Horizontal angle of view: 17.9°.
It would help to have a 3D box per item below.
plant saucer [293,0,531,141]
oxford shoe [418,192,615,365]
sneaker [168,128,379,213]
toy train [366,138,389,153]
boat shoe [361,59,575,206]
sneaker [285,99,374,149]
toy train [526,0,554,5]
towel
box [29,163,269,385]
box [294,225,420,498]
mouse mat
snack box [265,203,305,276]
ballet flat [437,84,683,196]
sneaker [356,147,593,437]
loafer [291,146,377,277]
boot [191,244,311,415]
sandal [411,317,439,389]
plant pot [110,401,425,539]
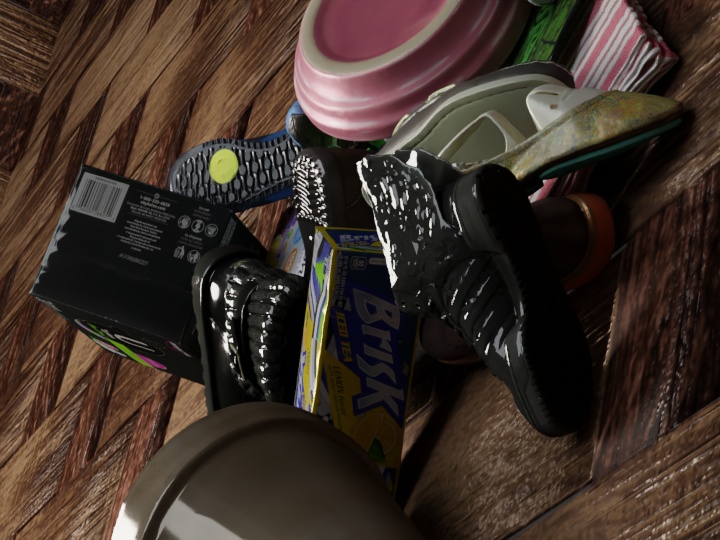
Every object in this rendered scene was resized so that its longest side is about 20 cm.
[{"bbox_3d":[0.030,-0.188,1.702,0.200,0.051,0.201,-22,42,21],"label":"plant saucer"},{"bbox_3d":[0.080,0.005,1.466,0.200,0.072,0.071,-45,53,50],"label":"oxford shoe"},{"bbox_3d":[-0.066,-0.086,1.938,0.200,0.078,0.066,-15,77,25],"label":"sneaker"},{"bbox_3d":[0.031,-0.120,1.752,0.056,0.042,0.200,135,156,-75],"label":"toy train"},{"bbox_3d":[0.075,-0.099,1.540,0.201,0.072,0.061,-29,29,47],"label":"boat shoe"},{"bbox_3d":[-0.011,-0.150,1.828,0.200,0.090,0.079,-42,-25,-52],"label":"sneaker"},{"bbox_3d":[0.069,-0.258,1.611,0.085,0.114,0.200,-45,54,-13],"label":"toy train"},{"bbox_3d":[0.149,-0.121,1.541,0.147,0.030,0.200,-60,15,19],"label":"towel"},{"bbox_3d":[-0.167,0.012,1.961,0.200,0.148,0.125,52,-123,-68],"label":"box"},{"bbox_3d":[-0.005,0.074,1.559,0.064,0.070,0.201,-126,42,-69],"label":"box"},{"bbox_3d":[0.141,-0.198,1.634,0.200,0.008,0.161,-62,10,-21],"label":"mouse mat"},{"bbox_3d":[-0.031,0.001,1.866,0.200,0.053,0.143,-26,44,64],"label":"snack box"},{"bbox_3d":[0.108,-0.078,1.434,0.200,0.071,0.071,-28,37,34],"label":"ballet flat"},{"bbox_3d":[0.066,0.012,1.380,0.104,0.060,0.200,-22,84,45],"label":"sneaker"},{"bbox_3d":[0.000,0.000,1.680,0.073,0.071,0.200,35,136,51],"label":"loafer"},{"bbox_3d":[-0.056,0.089,1.682,0.158,0.079,0.212,26,136,58],"label":"boot"},{"bbox_3d":[0.043,-0.014,1.618,0.082,0.055,0.200,22,88,47],"label":"sandal"},{"bbox_3d":[-0.034,0.201,1.427,0.173,0.200,0.200,23,89,57],"label":"plant pot"}]
